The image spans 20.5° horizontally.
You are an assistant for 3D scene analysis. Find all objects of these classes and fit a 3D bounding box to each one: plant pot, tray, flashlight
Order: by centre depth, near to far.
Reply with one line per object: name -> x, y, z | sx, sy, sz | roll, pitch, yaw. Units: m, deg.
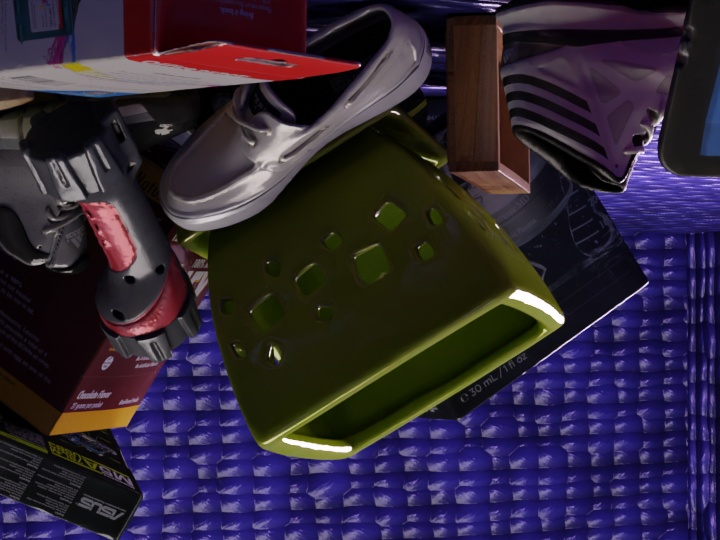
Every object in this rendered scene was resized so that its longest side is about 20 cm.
flashlight -> -0.157, -0.023, 1.241 | 0.068, 0.068, 0.200 | 10, 148, 24
plant pot -> 0.000, 0.000, 1.342 | 0.200, 0.182, 0.199 | -31, 165, 10
tray -> 0.087, -0.108, 1.343 | 0.037, 0.099, 0.200 | -1, 178, 11

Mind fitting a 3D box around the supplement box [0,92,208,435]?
supplement box -> -0.217, -0.021, 1.426 | 0.197, 0.200, 0.133 | 34, -171, 16

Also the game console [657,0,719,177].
game console -> 0.270, -0.110, 0.989 | 0.199, 0.119, 0.172 | 0, 179, -14

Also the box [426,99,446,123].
box -> 0.036, -0.119, 1.792 | 0.157, 0.051, 0.200 | -1, 178, 1

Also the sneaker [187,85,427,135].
sneaker -> -0.050, -0.115, 1.530 | 0.199, 0.076, 0.076 | 2, 176, -25

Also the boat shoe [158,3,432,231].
boat shoe -> -0.048, -0.097, 1.228 | 0.200, 0.072, 0.066 | -30, 156, 12

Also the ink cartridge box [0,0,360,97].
ink cartridge box -> -0.109, -0.133, 1.033 | 0.200, 0.067, 0.116 | -1, 178, 38

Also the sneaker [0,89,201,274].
sneaker -> -0.178, -0.057, 1.303 | 0.200, 0.116, 0.075 | -6, -167, 32

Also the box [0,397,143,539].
box -> -0.265, 0.099, 1.409 | 0.200, 0.048, 0.193 | 27, -168, -28

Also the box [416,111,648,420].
box -> 0.085, -0.016, 1.583 | 0.200, 0.197, 0.124 | -35, -173, -15

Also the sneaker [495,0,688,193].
sneaker -> 0.175, -0.104, 1.218 | 0.200, 0.116, 0.076 | 0, 178, -20

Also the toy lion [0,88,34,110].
toy lion -> -0.177, -0.135, 1.239 | 0.191, 0.069, 0.200 | -8, -178, -28

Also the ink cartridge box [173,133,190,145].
ink cartridge box -> -0.172, -0.104, 1.727 | 0.145, 0.084, 0.200 | 0, 178, -16
